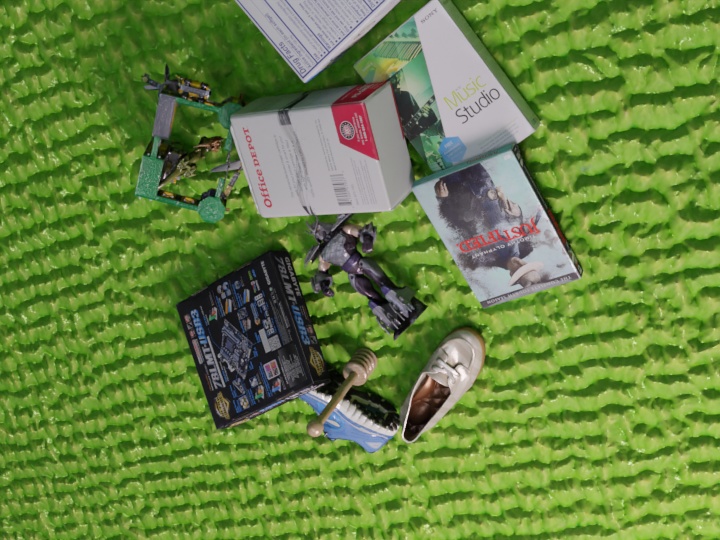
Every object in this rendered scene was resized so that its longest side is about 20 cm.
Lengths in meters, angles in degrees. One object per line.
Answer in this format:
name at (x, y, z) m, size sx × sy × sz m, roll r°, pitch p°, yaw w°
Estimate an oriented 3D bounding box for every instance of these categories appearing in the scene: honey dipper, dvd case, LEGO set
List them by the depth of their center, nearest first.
dvd case at (0.173, -0.051, 1.370) m, size 0.146 × 0.022 × 0.200 m, roll -18°, pitch 118°, yaw 29°
LEGO set at (-0.226, -0.171, 1.474) m, size 0.153 × 0.116 × 0.201 m, roll 6°, pitch 111°, yaw -5°
honey dipper at (-0.029, 0.166, 1.477) m, size 0.038 × 0.200 × 0.038 m, roll 10°, pitch 117°, yaw 20°

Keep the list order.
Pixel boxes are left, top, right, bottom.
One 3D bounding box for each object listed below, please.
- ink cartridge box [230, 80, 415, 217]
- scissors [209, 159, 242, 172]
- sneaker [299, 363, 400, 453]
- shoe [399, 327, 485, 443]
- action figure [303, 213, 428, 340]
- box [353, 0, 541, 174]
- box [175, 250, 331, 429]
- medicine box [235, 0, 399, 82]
ink cartridge box at (-0.048, -0.150, 1.377) m, size 0.199 × 0.083 × 0.146 m, roll -1°, pitch 118°, yaw 30°
scissors at (-0.118, -0.149, 1.475) m, size 0.200 × 0.014 × 0.073 m, roll -27°, pitch 103°, yaw 30°
sneaker at (-0.046, 0.201, 1.574) m, size 0.200 × 0.079 × 0.089 m, roll 33°, pitch 120°, yaw 6°
shoe at (0.110, 0.162, 1.501) m, size 0.070 × 0.053 × 0.200 m, roll 33°, pitch 122°, yaw 6°
action figure at (0.000, 0.000, 1.465) m, size 0.200 × 0.069 × 0.130 m, roll 44°, pitch 128°, yaw 2°
box at (0.104, -0.216, 1.333) m, size 0.144 × 0.036 × 0.200 m, roll -35°, pitch 96°, yaw 33°
box at (-0.155, 0.100, 1.547) m, size 0.198 × 0.050 × 0.201 m, roll -29°, pitch 74°, yaw 33°
medicine box at (-0.045, -0.361, 1.289) m, size 0.200 × 0.103 × 0.182 m, roll -37°, pitch 96°, yaw 33°
